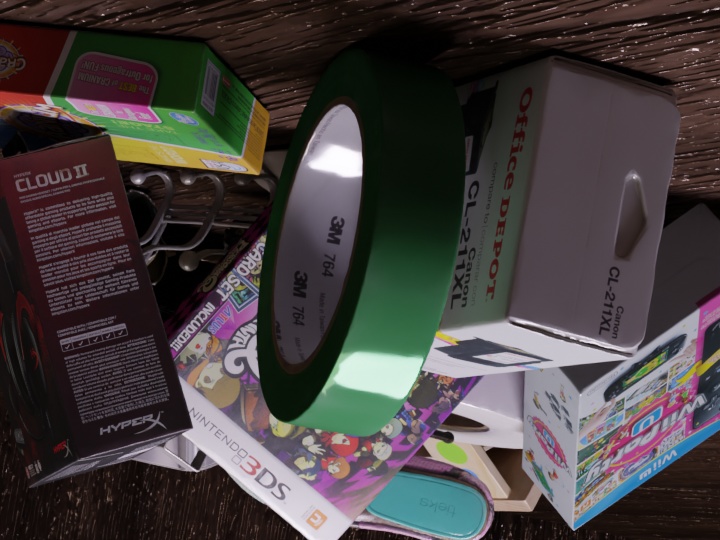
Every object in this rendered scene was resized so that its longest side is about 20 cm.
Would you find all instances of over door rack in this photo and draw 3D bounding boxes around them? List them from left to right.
[{"bbox_3d":[-0.138,0.025,1.650,0.066,0.201,0.147,23,170,-34],"label":"over door rack"}]

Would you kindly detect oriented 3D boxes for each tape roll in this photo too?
[{"bbox_3d":[-0.003,-0.014,1.315,0.048,0.202,0.200,10,171,-17],"label":"tape roll"},{"bbox_3d":[0.044,0.067,1.727,0.201,0.071,0.202,11,170,2],"label":"tape roll"}]

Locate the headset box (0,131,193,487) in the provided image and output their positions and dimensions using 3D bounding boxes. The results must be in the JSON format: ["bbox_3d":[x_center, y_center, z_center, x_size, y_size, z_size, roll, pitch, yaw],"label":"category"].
[{"bbox_3d":[-0.177,0.017,1.474,0.075,0.201,0.149,-14,175,-21],"label":"headset box"}]

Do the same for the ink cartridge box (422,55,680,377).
[{"bbox_3d":[0.078,-0.025,1.348,0.082,0.147,0.200,15,168,-23],"label":"ink cartridge box"}]

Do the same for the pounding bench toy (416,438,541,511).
[{"bbox_3d":[0.092,0.065,1.983,0.124,0.200,0.156,-3,134,41],"label":"pounding bench toy"}]

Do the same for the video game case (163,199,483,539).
[{"bbox_3d":[-0.023,0.051,1.574,0.181,0.200,0.036,42,-179,-22],"label":"video game case"}]

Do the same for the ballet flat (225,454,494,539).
[{"bbox_3d":[-0.005,0.143,1.714,0.199,0.070,0.071,15,-177,-9],"label":"ballet flat"}]

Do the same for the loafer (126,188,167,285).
[{"bbox_3d":[-0.172,-0.017,1.825,0.069,0.076,0.200,-22,177,10],"label":"loafer"}]

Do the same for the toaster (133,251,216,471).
[{"bbox_3d":[-0.144,0.068,1.950,0.180,0.119,0.200,10,-162,36],"label":"toaster"}]

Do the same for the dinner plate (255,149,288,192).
[{"bbox_3d":[0.018,-0.047,1.653,0.199,0.024,0.200,8,170,1],"label":"dinner plate"}]

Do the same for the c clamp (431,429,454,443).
[{"bbox_3d":[-0.059,0.097,1.731,0.199,0.027,0.171,5,167,29],"label":"c clamp"}]

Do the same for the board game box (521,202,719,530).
[{"bbox_3d":[0.179,0.066,1.609,0.064,0.147,0.200,50,164,26],"label":"board game box"}]

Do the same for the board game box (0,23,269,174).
[{"bbox_3d":[-0.167,-0.102,1.440,0.199,0.041,0.153,6,170,14],"label":"board game box"}]

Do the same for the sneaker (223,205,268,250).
[{"bbox_3d":[0.000,0.000,1.764,0.199,0.072,0.073,7,139,0],"label":"sneaker"}]
